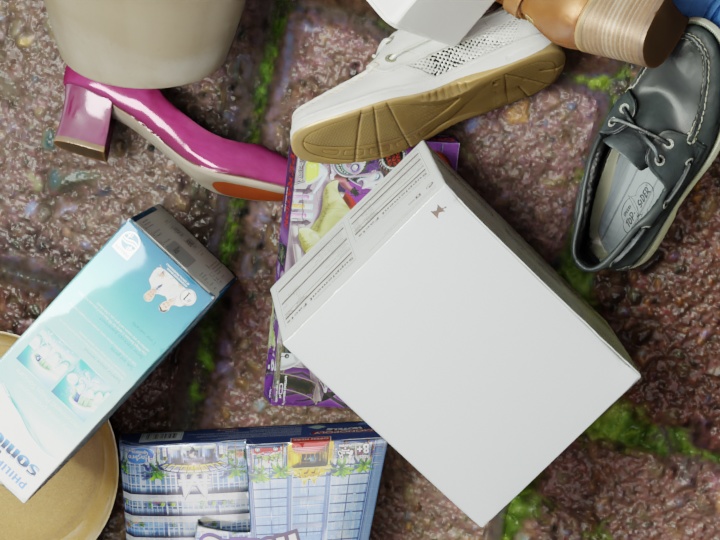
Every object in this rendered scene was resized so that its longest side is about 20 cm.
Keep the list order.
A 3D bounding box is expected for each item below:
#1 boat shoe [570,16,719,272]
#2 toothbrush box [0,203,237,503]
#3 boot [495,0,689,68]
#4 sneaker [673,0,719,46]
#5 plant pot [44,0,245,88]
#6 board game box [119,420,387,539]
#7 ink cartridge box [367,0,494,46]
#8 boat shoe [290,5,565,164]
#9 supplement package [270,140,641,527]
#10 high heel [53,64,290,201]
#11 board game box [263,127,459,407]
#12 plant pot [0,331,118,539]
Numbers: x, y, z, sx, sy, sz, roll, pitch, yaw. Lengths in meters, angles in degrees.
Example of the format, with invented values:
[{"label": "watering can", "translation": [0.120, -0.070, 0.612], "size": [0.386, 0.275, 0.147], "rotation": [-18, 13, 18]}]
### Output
[{"label": "boat shoe", "translation": [0.190, -0.079, 1.668], "size": [0.074, 0.066, 0.200], "rotation": [43, 130, 22]}, {"label": "toothbrush box", "translation": [-0.190, 0.056, 1.747], "size": [0.085, 0.146, 0.200], "rotation": [42, 97, -1]}, {"label": "boot", "translation": [0.177, -0.239, 1.654], "size": [0.154, 0.074, 0.200], "rotation": [27, 72, 34]}, {"label": "sneaker", "translation": [0.272, -0.157, 1.646], "size": [0.199, 0.078, 0.066], "rotation": [29, 99, 11]}, {"label": "plant pot", "translation": [-0.144, -0.226, 1.657], "size": [0.199, 0.200, 0.174], "rotation": [9, 122, 9]}, {"label": "board game box", "translation": [-0.074, 0.217, 1.801], "size": [0.199, 0.062, 0.201], "rotation": [-3, 99, 0]}, {"label": "ink cartridge box", "translation": [0.064, -0.273, 1.634], "size": [0.200, 0.084, 0.146], "rotation": [-48, 60, 19]}, {"label": "boat shoe", "translation": [0.038, -0.134, 1.696], "size": [0.199, 0.071, 0.070], "rotation": [-19, 64, -9]}, {"label": "supplement package", "translation": [0.063, 0.044, 1.693], "size": [0.156, 0.111, 0.200], "rotation": [-44, 107, 8]}, {"label": "high heel", "translation": [-0.116, -0.112, 1.758], "size": [0.199, 0.067, 0.097], "rotation": [15, 78, -7]}, {"label": "board game box", "translation": [0.000, 0.000, 1.752], "size": [0.119, 0.032, 0.201], "rotation": [1, 106, -19]}, {"label": "plant pot", "translation": [-0.276, 0.138, 1.865], "size": [0.199, 0.027, 0.201], "rotation": [3, 105, 10]}]
